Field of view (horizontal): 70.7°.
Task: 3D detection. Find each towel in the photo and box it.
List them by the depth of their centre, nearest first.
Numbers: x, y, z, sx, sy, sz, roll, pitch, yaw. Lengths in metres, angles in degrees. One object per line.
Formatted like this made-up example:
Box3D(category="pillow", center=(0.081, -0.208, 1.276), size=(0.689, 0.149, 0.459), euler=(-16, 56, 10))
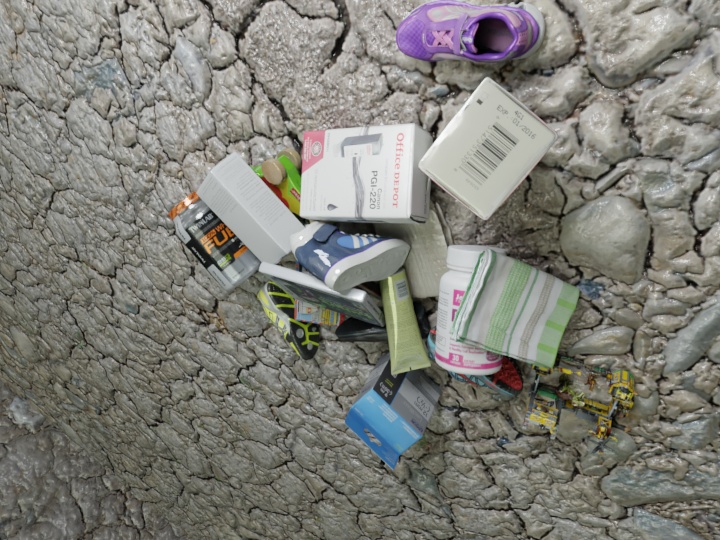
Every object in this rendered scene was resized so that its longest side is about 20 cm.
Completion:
Box3D(category="towel", center=(0.247, 0.065, 0.791), size=(0.200, 0.031, 0.150), euler=(20, 93, -21))
Box3D(category="towel", center=(0.103, -0.036, 0.916), size=(0.132, 0.034, 0.200), euler=(-4, 120, 33))

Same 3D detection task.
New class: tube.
Box3D(category="tube", center=(0.074, 0.096, 0.940), size=(0.058, 0.052, 0.201), euler=(-2, 108, 39))

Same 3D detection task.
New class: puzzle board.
Box3D(category="puzzle board", center=(-0.060, 0.040, 1.038), size=(0.150, 0.017, 0.200), euler=(8, 126, 1))

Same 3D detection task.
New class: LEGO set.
Box3D(category="LEGO set", center=(0.375, 0.236, 0.892), size=(0.200, 0.116, 0.154), euler=(22, 129, 14))

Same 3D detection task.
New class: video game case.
Box3D(category="video game case", center=(-0.063, 0.047, 0.925), size=(0.199, 0.023, 0.182), euler=(15, 166, 19))

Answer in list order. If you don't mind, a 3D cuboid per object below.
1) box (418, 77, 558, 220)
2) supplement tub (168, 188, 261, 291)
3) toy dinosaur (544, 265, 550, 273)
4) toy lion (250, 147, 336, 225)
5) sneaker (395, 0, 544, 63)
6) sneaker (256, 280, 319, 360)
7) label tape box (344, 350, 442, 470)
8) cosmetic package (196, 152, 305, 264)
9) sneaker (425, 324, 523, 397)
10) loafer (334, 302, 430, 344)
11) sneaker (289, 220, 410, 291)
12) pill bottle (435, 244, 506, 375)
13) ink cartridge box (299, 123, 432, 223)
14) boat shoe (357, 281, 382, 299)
Box3D(category="box", center=(0.160, -0.157, 0.670), size=(0.109, 0.200, 0.128), euler=(39, 107, 0))
Box3D(category="supplement tub", center=(-0.295, -0.066, 1.058), size=(0.122, 0.123, 0.200), euler=(-30, 104, 40))
Box3D(category="toy dinosaur", center=(0.278, 0.082, 0.871), size=(0.102, 0.077, 0.200), euler=(10, 131, 6))
Box3D(category="toy lion", center=(-0.150, -0.126, 0.982), size=(0.200, 0.069, 0.192), euler=(46, 138, -7))
Box3D(category="sneaker", center=(0.134, -0.312, 0.672), size=(0.200, 0.089, 0.081), euler=(11, 127, 24))
Box3D(category="sneaker", center=(-0.162, 0.112, 1.148), size=(0.076, 0.075, 0.200), euler=(-21, 99, 45))
Box3D(category="label tape box", center=(0.071, 0.274, 1.034), size=(0.143, 0.200, 0.066), euler=(45, 129, -5))
Box3D(category="cosmetic package", center=(-0.201, -0.108, 0.945), size=(0.200, 0.074, 0.102), euler=(47, 146, -12))
Box3D(category="sneaker", center=(0.218, 0.180, 0.985), size=(0.200, 0.079, 0.096), euler=(33, 145, 14))
Box3D(category="loafer", center=(0.043, 0.123, 1.023), size=(0.199, 0.073, 0.072), euler=(-11, 121, 27))
Box3D(category="sneaker", center=(-0.024, -0.046, 0.860), size=(0.146, 0.200, 0.081), euler=(42, 130, 27))
Box3D(category="pill bottle", center=(0.186, 0.062, 0.847), size=(0.113, 0.113, 0.201), euler=(6, 100, 25))
Box3D(category="ink cartridge box", center=(0.008, -0.151, 0.819), size=(0.199, 0.085, 0.146), euler=(4, 92, 25))
Box3D(category="boat shoe", center=(0.000, 0.000, 0.952), size=(0.200, 0.063, 0.071), euler=(30, 176, -27))
